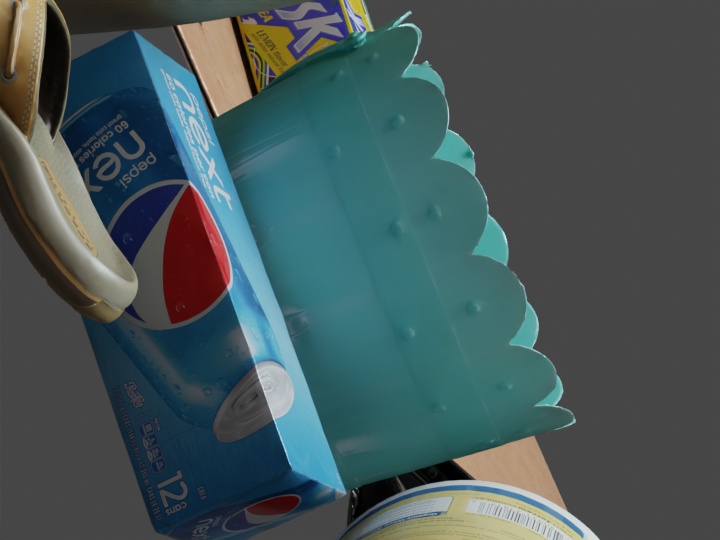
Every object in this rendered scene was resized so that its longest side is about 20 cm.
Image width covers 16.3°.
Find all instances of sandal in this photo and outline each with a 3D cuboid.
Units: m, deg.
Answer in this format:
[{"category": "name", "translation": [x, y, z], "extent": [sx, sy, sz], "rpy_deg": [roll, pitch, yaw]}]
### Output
[{"category": "sandal", "translation": [-0.132, -0.075, 0.959], "extent": [0.201, 0.054, 0.080], "rpy_deg": [59, 11, -1]}]

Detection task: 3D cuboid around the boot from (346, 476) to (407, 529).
[{"category": "boot", "translation": [0.052, 0.198, 1.208], "extent": [0.174, 0.069, 0.200], "rpy_deg": [54, 7, -35]}]

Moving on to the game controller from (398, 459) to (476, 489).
[{"category": "game controller", "translation": [0.055, 0.114, 1.262], "extent": [0.200, 0.042, 0.104], "rpy_deg": [38, -12, 43]}]

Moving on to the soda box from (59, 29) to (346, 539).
[{"category": "soda box", "translation": [-0.075, 0.009, 1.021], "extent": [0.201, 0.064, 0.068], "rpy_deg": [68, 12, 20]}]

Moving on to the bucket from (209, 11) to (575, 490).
[{"category": "bucket", "translation": [0.000, 0.000, 1.141], "extent": [0.207, 0.134, 0.208], "rpy_deg": [-21, 90, -86]}]

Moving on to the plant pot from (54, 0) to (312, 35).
[{"category": "plant pot", "translation": [-0.042, -0.187, 1.060], "extent": [0.187, 0.199, 0.188], "rpy_deg": [-25, 118, -61]}]

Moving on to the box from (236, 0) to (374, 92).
[{"category": "box", "translation": [-0.025, -0.122, 1.495], "extent": [0.064, 0.070, 0.201], "rpy_deg": [51, 18, -52]}]

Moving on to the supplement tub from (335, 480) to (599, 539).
[{"category": "supplement tub", "translation": [0.033, 0.170, 0.963], "extent": [0.145, 0.144, 0.200], "rpy_deg": [64, 12, -4]}]
